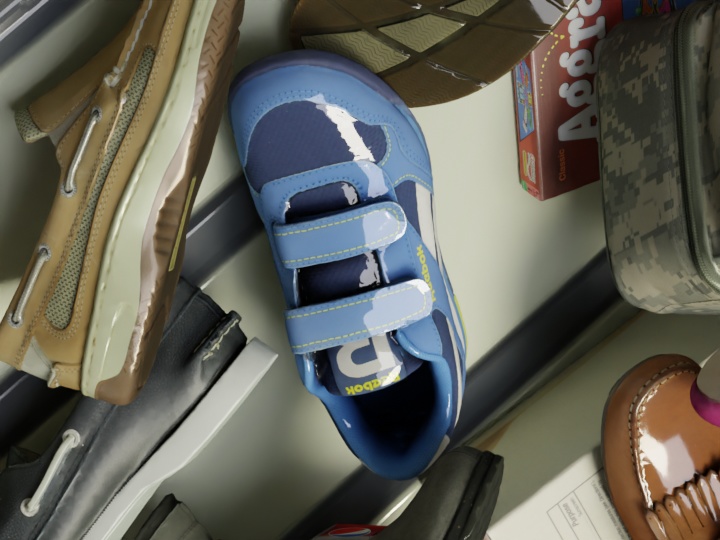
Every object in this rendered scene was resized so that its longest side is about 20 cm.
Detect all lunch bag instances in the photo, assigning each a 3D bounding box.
[{"bbox_3d":[0.222,-0.054,1.168,0.199,0.167,0.140,5,80,-35],"label":"lunch bag"}]

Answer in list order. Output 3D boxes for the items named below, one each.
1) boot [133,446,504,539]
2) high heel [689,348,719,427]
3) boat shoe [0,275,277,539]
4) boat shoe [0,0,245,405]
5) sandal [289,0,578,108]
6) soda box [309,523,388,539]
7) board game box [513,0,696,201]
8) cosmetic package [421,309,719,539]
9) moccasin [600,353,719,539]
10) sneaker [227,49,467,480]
[{"bbox_3d":[-0.035,0.131,1.156,0.200,0.130,0.068,-60,174,23],"label":"boot"},{"bbox_3d":[0.209,0.079,1.221,0.199,0.067,0.096,0,118,-37],"label":"high heel"},{"bbox_3d":[-0.119,0.090,1.138,0.060,0.076,0.200,41,88,2],"label":"boat shoe"},{"bbox_3d":[-0.096,-0.053,1.072,0.076,0.072,0.201,16,89,4],"label":"boat shoe"},{"bbox_3d":[0.060,-0.140,1.127,0.200,0.055,0.082,-42,105,10],"label":"sandal"},{"bbox_3d":[0.013,0.216,1.231,0.063,0.070,0.201,-23,112,-66],"label":"soda box"},{"bbox_3d":[0.109,-0.135,1.193,0.103,0.019,0.201,-20,123,-22],"label":"board game box"},{"bbox_3d":[0.139,0.085,1.285,0.200,0.071,0.105,-35,117,-12],"label":"cosmetic package"},{"bbox_3d":[0.161,0.128,1.220,0.073,0.078,0.202,-23,110,-18],"label":"moccasin"},{"bbox_3d":[0.000,0.000,1.140,0.074,0.082,0.200,-13,126,15],"label":"sneaker"}]
